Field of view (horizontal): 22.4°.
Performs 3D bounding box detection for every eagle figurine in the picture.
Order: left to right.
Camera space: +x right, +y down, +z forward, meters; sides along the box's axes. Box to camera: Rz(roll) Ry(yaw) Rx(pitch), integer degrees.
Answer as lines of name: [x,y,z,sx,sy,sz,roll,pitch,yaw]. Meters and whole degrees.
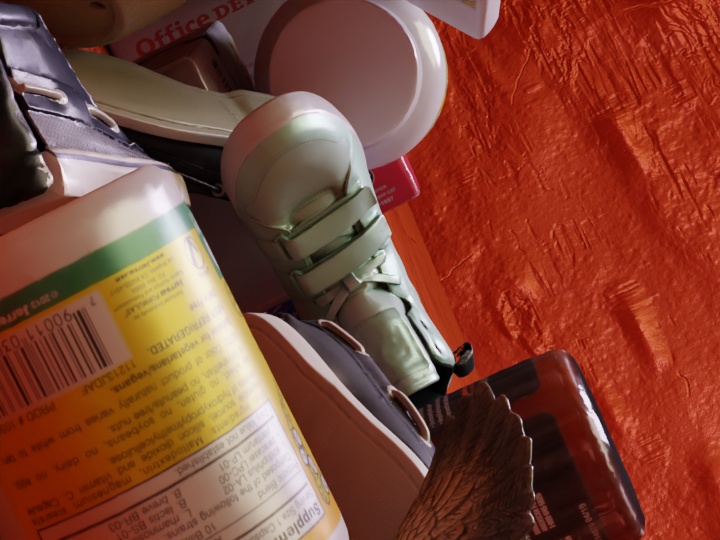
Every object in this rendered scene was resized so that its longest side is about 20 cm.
eagle figurine: [-0.004,0.158,0.743,0.151,0.151,0.201,14,-65,58]

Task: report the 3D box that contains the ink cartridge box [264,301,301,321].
ink cartridge box: [-0.017,0.091,1.059,0.119,0.042,0.201,-49,-126,47]

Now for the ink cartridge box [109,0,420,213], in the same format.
ink cartridge box: [-0.066,-0.115,1.267,0.086,0.147,0.201,-97,162,-74]

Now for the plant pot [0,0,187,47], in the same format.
plant pot: [-0.139,-0.191,0.893,0.200,0.199,0.135,56,45,-57]

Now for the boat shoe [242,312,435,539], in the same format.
boat shoe: [0.008,0.094,0.845,0.060,0.074,0.200,-3,40,-48]

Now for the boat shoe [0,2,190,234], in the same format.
boat shoe: [-0.134,-0.065,0.810,0.200,0.074,0.093,15,57,-81]

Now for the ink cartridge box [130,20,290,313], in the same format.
ink cartridge box: [-0.094,-0.059,1.088,0.200,0.086,0.147,-95,160,-77]

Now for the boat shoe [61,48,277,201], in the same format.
boat shoe: [-0.100,-0.062,0.932,0.199,0.066,0.075,7,30,-37]

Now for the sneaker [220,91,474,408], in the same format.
sneaker: [0.000,0.000,0.915,0.118,0.074,0.201,51,-8,34]

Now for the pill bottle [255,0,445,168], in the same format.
pill bottle: [-0.004,-0.118,1.098,0.200,0.112,0.113,-55,119,-84]

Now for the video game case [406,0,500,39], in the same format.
video game case: [-0.005,-0.219,0.922,0.181,0.023,0.200,30,-24,15]

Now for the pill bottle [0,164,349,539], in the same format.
pill bottle: [-0.071,0.076,0.618,0.201,0.112,0.113,64,6,-6]

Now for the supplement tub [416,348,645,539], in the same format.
supplement tub: [0.034,0.123,0.918,0.107,0.199,0.107,-23,90,-83]
